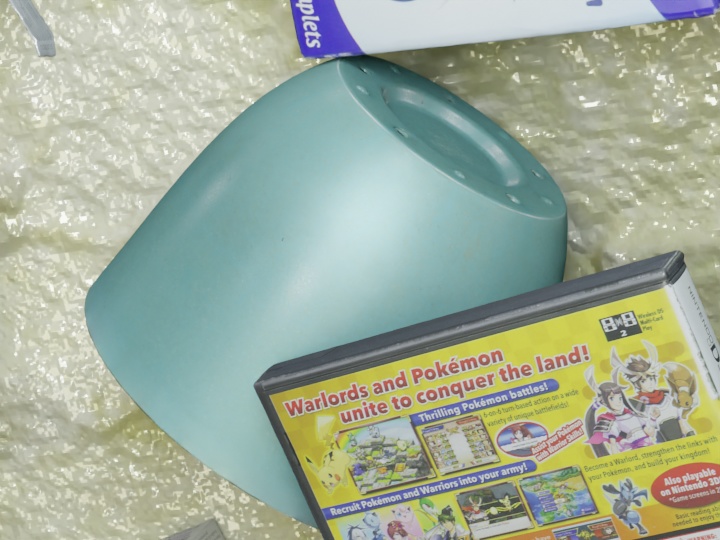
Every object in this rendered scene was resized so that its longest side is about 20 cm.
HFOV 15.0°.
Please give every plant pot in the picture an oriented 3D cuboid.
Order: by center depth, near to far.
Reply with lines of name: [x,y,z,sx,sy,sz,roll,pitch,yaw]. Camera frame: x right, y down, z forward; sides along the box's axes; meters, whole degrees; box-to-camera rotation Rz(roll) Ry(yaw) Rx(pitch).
plant pot: [0.000,0.000,1.250,0.200,0.201,0.161,36,108,7]

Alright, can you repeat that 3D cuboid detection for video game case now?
video game case: [0.076,0.100,1.125,0.200,0.026,0.181,-16,105,31]

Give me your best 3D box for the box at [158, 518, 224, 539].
box: [-0.154,0.185,1.452,0.200,0.041,0.039,-23,97,25]

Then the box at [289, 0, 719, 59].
box: [0.063,-0.201,1.201,0.200,0.105,0.184,-5,106,22]

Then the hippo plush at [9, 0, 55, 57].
hippo plush: [-0.208,-0.178,1.319,0.161,0.159,0.201,-21,83,56]
